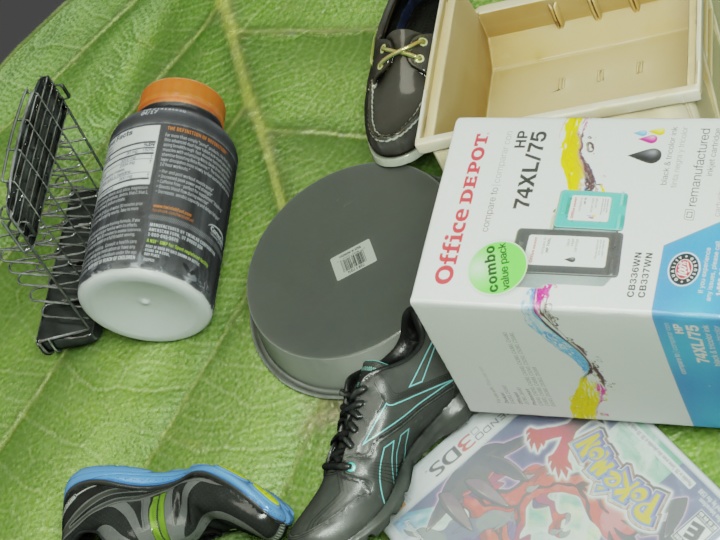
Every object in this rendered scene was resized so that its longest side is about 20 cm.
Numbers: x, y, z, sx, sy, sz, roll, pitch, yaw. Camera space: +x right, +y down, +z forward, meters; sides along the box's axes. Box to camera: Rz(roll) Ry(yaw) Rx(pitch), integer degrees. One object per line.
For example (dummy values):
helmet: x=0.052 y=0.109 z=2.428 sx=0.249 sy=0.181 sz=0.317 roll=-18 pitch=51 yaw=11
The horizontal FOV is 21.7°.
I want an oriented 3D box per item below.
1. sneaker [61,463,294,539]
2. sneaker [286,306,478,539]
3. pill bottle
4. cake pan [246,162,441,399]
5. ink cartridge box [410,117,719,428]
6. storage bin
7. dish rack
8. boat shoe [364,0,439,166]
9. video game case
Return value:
sneaker: x=-0.130 y=0.182 z=1.327 sx=0.199 sy=0.071 sz=0.083 roll=-5 pitch=61 yaw=32
sneaker: x=0.007 y=0.111 z=1.269 sx=0.200 sy=0.079 sz=0.075 roll=-50 pitch=20 yaw=-25
pill bottle: x=-0.153 y=-0.054 z=1.476 sx=0.106 sy=0.106 sz=0.201 roll=-9 pitch=54 yaw=23
cake pan: x=0.000 y=0.000 z=1.400 sx=0.200 sy=0.037 sz=0.201 roll=-14 pitch=52 yaw=19
ink cartridge box: x=0.157 y=0.001 z=1.202 sx=0.199 sy=0.146 sz=0.147 roll=2 pitch=59 yaw=23
storage bin: x=0.159 y=-0.146 z=1.355 sx=0.199 sy=0.094 sz=0.199 roll=-10 pitch=45 yaw=22
dish rack: x=-0.240 y=-0.046 z=1.460 sx=0.054 sy=0.200 sz=0.154 roll=-4 pitch=56 yaw=14
boat shoe: x=0.038 y=-0.166 z=1.460 sx=0.071 sy=0.061 sz=0.202 roll=-4 pitch=46 yaw=22
video game case: x=0.124 y=0.161 z=1.227 sx=0.182 sy=0.023 sz=0.200 roll=-41 pitch=48 yaw=-3
